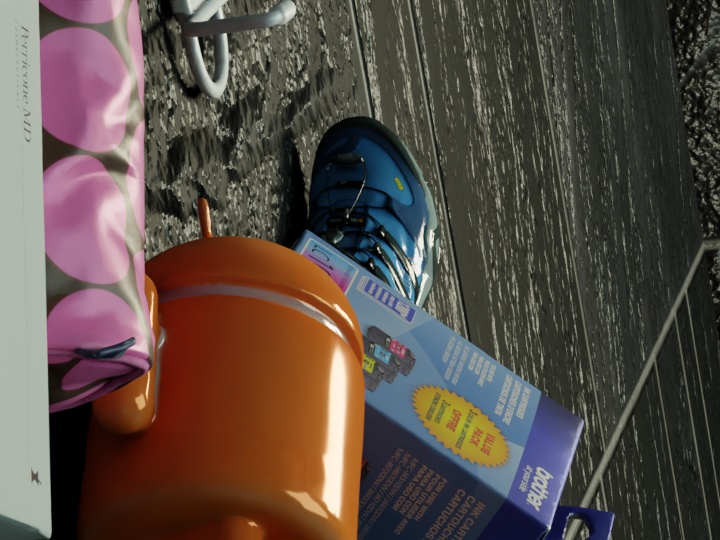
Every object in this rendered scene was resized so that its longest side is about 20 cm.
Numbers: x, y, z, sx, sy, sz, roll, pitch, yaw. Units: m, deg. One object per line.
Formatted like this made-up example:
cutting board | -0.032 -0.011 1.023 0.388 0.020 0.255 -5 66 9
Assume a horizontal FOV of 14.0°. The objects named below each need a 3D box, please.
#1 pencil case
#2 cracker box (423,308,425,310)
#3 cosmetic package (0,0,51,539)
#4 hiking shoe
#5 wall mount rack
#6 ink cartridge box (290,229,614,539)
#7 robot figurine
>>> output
pencil case | -0.123 -0.051 1.087 0.094 0.091 0.200 13 65 -47
cracker box | 0.032 0.110 1.680 0.200 0.058 0.134 51 33 -64
cosmetic package | -0.157 -0.019 0.959 0.151 0.052 0.200 33 51 -61
hiking shoe | 0.000 0.000 1.571 0.087 0.074 0.200 57 28 -62
wall mount rack | -0.056 -0.193 1.449 0.174 0.074 0.200 -59 140 -69
ink cartridge box | 0.024 0.083 1.381 0.200 0.076 0.136 36 22 -3
robot figurine | -0.056 0.071 1.219 0.117 0.144 0.200 123 -23 -48
